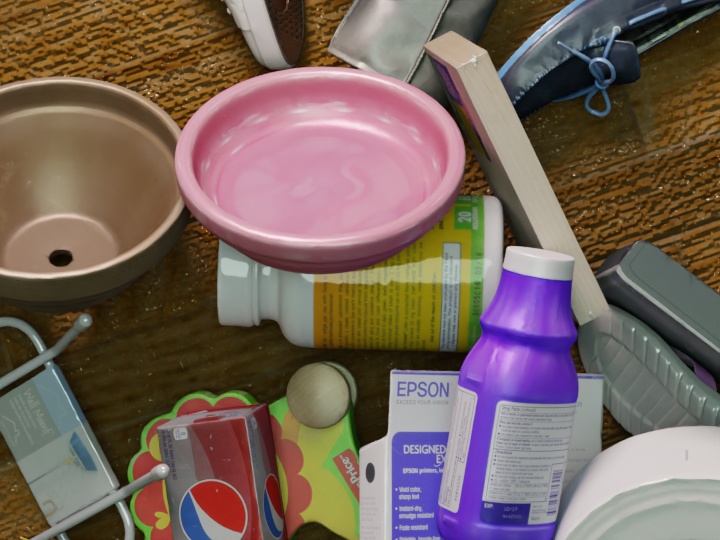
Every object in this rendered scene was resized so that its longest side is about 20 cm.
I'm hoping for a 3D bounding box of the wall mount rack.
[{"bbox_3d":[-0.212,0.118,1.540,0.173,0.074,0.201,-30,87,25],"label":"wall mount rack"}]

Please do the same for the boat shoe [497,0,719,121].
[{"bbox_3d":[0.181,-0.165,1.569,0.199,0.084,0.069,-38,76,1],"label":"boat shoe"}]

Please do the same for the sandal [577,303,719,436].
[{"bbox_3d":[0.233,0.095,1.549,0.050,0.083,0.203,-20,51,-39],"label":"sandal"}]

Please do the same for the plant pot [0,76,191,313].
[{"bbox_3d":[-0.215,-0.037,1.541,0.199,0.093,0.202,1,48,-1],"label":"plant pot"}]

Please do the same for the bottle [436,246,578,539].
[{"bbox_3d":[0.103,0.086,1.451,0.083,0.065,0.202,3,99,-37],"label":"bottle"}]

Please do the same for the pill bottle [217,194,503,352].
[{"bbox_3d":[0.000,0.000,1.548,0.198,0.111,0.112,2,87,0],"label":"pill bottle"}]

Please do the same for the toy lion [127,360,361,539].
[{"bbox_3d":[-0.062,0.169,1.569,0.191,0.069,0.201,-33,88,5],"label":"toy lion"}]

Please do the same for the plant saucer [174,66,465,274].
[{"bbox_3d":[-0.027,-0.064,1.497,0.198,0.201,0.051,-1,130,0],"label":"plant saucer"}]

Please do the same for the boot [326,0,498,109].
[{"bbox_3d":[0.095,-0.204,1.580,0.181,0.073,0.201,25,85,4],"label":"boot"}]

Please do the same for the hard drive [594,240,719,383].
[{"bbox_3d":[0.229,0.035,1.501,0.139,0.200,0.033,37,89,3],"label":"hard drive"}]

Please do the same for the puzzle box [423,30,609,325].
[{"bbox_3d":[0.107,-0.067,1.514,0.025,0.133,0.201,-27,105,-1],"label":"puzzle box"}]

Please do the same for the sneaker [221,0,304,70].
[{"bbox_3d":[-0.102,-0.236,1.593,0.084,0.073,0.202,-18,90,26],"label":"sneaker"}]

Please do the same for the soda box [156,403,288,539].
[{"bbox_3d":[-0.088,0.198,1.519,0.069,0.063,0.202,-7,94,13],"label":"soda box"}]

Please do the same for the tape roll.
[{"bbox_3d":[0.223,0.209,1.476,0.200,0.071,0.204,3,115,6],"label":"tape roll"}]

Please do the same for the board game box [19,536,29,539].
[{"bbox_3d":[-0.167,0.267,1.511,0.030,0.095,0.201,-41,108,-21],"label":"board game box"}]

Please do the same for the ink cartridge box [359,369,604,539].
[{"bbox_3d":[0.087,0.170,1.523,0.197,0.043,0.202,4,86,-35],"label":"ink cartridge box"}]
